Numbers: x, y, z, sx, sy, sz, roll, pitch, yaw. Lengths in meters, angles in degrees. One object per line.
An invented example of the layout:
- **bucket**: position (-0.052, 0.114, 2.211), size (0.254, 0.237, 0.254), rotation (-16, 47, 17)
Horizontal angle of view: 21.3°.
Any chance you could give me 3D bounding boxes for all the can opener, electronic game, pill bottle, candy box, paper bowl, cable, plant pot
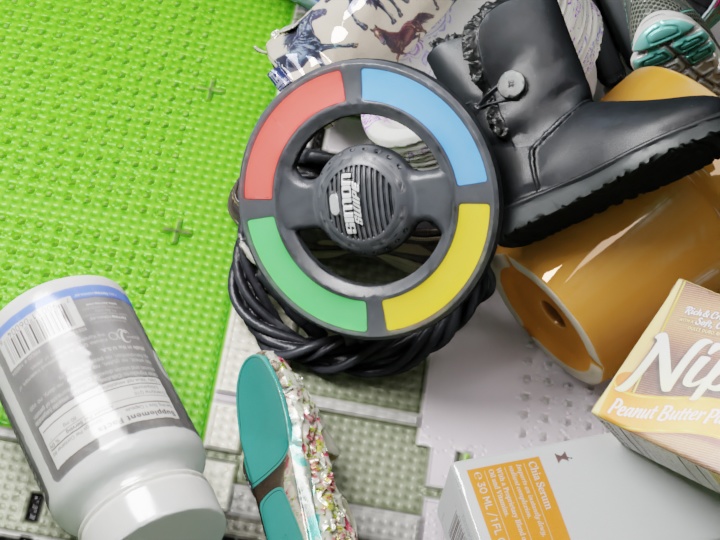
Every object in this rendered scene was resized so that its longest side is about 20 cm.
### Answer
- **can opener**: position (0.218, -0.174, 1.564), size (0.053, 0.066, 0.200), rotation (-27, 99, -7)
- **electronic game**: position (0.005, -0.050, 1.355), size (0.200, 0.200, 0.042), rotation (32, 19, 15)
- **pill bottle**: position (-0.175, 0.112, 1.316), size (0.114, 0.114, 0.200), rotation (-19, 59, -20)
- **candy box**: position (0.265, 0.094, 1.269), size (0.200, 0.055, 0.116), rotation (25, 76, 44)
- **paper bowl**: position (0.106, -0.148, 1.515), size (0.104, 0.200, 0.201), rotation (42, 48, -27)
- **cable**: position (0.000, 0.000, 1.415), size (0.200, 0.051, 0.164), rotation (13, 92, 8)
- **plant pot**: position (0.204, -0.019, 1.433), size (0.183, 0.200, 0.200), rotation (-40, 67, -13)

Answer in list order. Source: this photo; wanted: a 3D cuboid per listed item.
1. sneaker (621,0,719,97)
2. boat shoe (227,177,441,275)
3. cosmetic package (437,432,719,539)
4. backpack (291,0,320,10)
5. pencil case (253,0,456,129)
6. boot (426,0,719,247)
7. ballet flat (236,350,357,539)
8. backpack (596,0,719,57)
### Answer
- **sneaker**: position (0.262, -0.169, 1.528), size (0.077, 0.200, 0.091), rotation (-27, 54, 13)
- **boat shoe**: position (-0.002, -0.051, 1.485), size (0.200, 0.073, 0.075), rotation (10, 53, -1)
- **cosmetic package**: position (0.165, 0.175, 1.345), size (0.200, 0.071, 0.102), rotation (-10, 56, -15)
- **backpack**: position (-0.042, -0.323, 1.607), size (0.200, 0.147, 0.183), rotation (29, 93, 20)
- **pencil case**: position (0.012, -0.209, 1.518), size (0.200, 0.078, 0.089), rotation (-44, 105, 8)
- **boot**: position (0.152, -0.128, 1.339), size (0.200, 0.076, 0.168), rotation (-25, 74, 25)
- **ballet flat**: position (-0.041, 0.150, 1.347), size (0.064, 0.076, 0.200), rotation (13, 51, -38)
- **backpack**: position (0.235, -0.283, 1.626), size (0.200, 0.178, 0.150), rotation (45, 31, 16)
